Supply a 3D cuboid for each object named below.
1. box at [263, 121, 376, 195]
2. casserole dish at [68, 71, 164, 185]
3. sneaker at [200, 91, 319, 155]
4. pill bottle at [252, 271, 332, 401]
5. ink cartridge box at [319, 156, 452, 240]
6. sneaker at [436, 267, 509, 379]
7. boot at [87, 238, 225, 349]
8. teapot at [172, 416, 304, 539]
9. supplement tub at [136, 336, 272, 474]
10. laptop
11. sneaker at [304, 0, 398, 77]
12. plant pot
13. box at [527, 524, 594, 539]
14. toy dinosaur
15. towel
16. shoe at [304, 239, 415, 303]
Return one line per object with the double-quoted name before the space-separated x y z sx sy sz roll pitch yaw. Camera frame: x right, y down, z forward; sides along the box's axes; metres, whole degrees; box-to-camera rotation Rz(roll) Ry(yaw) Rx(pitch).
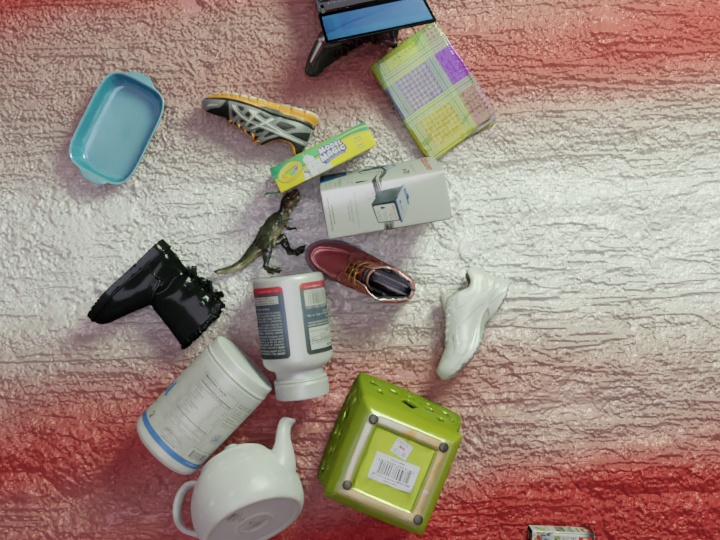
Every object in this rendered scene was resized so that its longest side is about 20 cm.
"box" -0.074 -0.180 1.367 0.199 0.117 0.049 -29 97 0
"casserole dish" -0.409 -0.239 1.408 0.120 0.039 0.201 27 90 0
"sneaker" -0.173 -0.250 1.390 0.198 0.078 0.078 14 100 1
"pill bottle" -0.109 0.108 1.370 0.118 0.120 0.202 -7 91 0
"ink cartridge box" 0.037 -0.119 1.346 0.198 0.147 0.087 -11 106 0
"sneaker" 0.167 0.085 1.398 0.099 0.078 0.201 28 82 6
"boot" -0.338 0.063 1.397 0.198 0.073 0.163 -43 94 0
"teapot" -0.198 0.355 1.362 0.199 0.198 0.147 -9 50 -26
"supplement tub" -0.258 0.223 1.366 0.132 0.132 0.200 44 90 0
"laptop" 0.011 -0.462 1.305 0.176 0.103 0.202 -12 93 -2
"sneaker" 0.000 -0.387 1.388 0.115 0.076 0.201 35 90 -3
"plant pot" 0.049 0.301 1.341 0.199 0.181 0.200 23 90 -1
"box" 0.338 0.541 1.414 0.109 0.035 0.202 2 91 0
"toy dinosaur" -0.151 -0.042 1.406 0.088 0.047 0.200 42 91 14
"towel" 0.124 -0.298 1.401 0.143 0.023 0.201 -35 98 2
"shoe" 0.000 0.000 1.382 0.199 0.091 0.072 22 91 0
